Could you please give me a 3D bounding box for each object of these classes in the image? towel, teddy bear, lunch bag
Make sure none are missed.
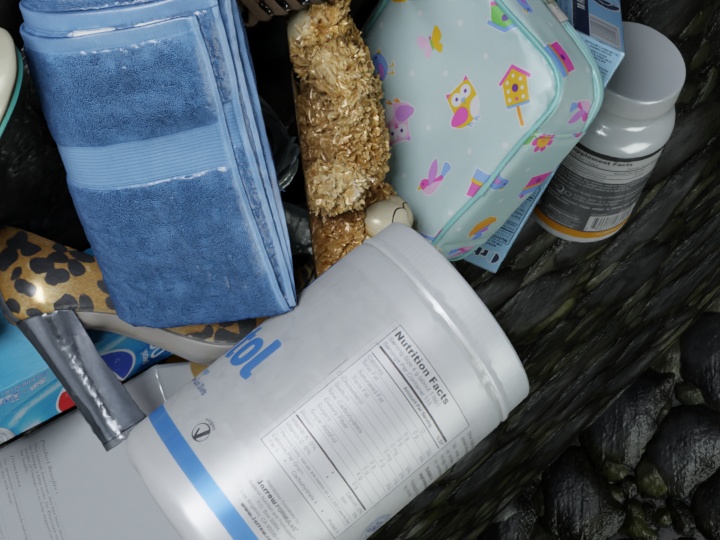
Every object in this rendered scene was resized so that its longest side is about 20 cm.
[{"bbox_3d":[-0.100,-0.057,0.651,0.110,0.049,0.202,-7,126,5],"label":"towel"},{"bbox_3d":[-0.007,-0.085,0.760,0.066,0.204,0.145,-7,-174,-1],"label":"teddy bear"},{"bbox_3d":[0.058,-0.114,0.840,0.076,0.161,0.200,-9,148,-47],"label":"lunch bag"}]

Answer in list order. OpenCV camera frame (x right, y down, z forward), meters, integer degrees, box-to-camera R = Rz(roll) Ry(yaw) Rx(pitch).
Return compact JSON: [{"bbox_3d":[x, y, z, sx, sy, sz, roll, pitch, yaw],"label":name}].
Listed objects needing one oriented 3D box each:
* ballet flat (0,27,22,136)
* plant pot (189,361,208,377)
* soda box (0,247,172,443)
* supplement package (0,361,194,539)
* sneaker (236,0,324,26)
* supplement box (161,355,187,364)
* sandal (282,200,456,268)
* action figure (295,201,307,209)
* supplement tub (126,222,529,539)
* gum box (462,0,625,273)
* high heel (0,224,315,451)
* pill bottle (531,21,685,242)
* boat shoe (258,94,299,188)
[{"bbox_3d":[-0.232,-0.036,0.591,0.201,0.070,0.069,-51,158,20],"label":"ballet flat"},{"bbox_3d":[-0.018,0.076,0.866,0.199,0.198,0.028,-5,116,-59],"label":"plant pot"},{"bbox_3d":[-0.187,0.041,0.805,0.199,0.068,0.065,-28,155,-36],"label":"soda box"},{"bbox_3d":[-0.163,0.154,0.909,0.198,0.119,0.117,-26,168,28],"label":"supplement package"},{"bbox_3d":[-0.041,-0.169,0.659,0.200,0.076,0.071,-42,160,-6],"label":"sneaker"},{"bbox_3d":[-0.092,0.153,1.009,0.126,0.200,0.073,-46,159,8],"label":"supplement box"},{"bbox_3d":[-0.001,0.001,0.891,0.198,0.048,0.077,11,88,-39],"label":"sandal"},{"bbox_3d":[-0.002,-0.039,1.001,0.200,0.133,0.150,-46,120,-29],"label":"action figure"},{"bbox_3d":[-0.019,0.083,0.710,0.199,0.132,0.132,-39,159,-9],"label":"supplement tub"},{"bbox_3d":[0.132,-0.127,0.963,0.171,0.044,0.201,-78,-167,-55],"label":"gum box"},{"bbox_3d":[-0.120,-0.002,0.773,0.199,0.144,0.071,-36,-178,-37],"label":"high heel"},{"bbox_3d":[0.225,-0.126,1.176,0.116,0.117,0.201,-32,156,-26],"label":"pill bottle"},{"bbox_3d":[-0.085,-0.076,0.772,0.074,0.065,0.202,-44,160,3],"label":"boat shoe"}]
